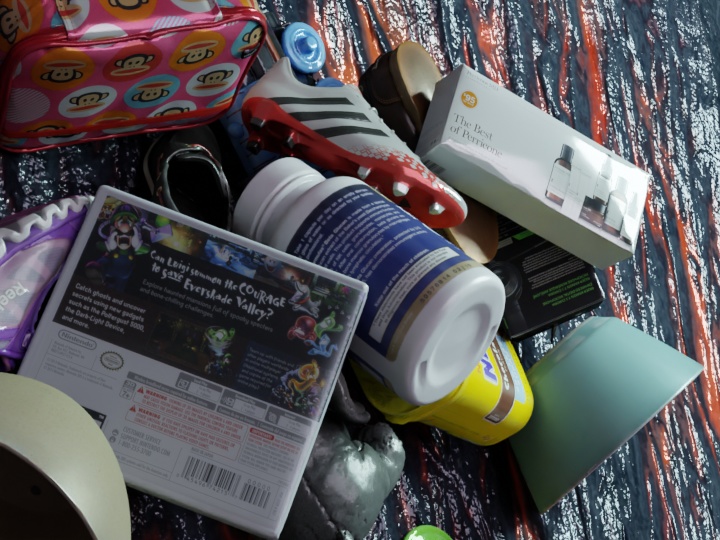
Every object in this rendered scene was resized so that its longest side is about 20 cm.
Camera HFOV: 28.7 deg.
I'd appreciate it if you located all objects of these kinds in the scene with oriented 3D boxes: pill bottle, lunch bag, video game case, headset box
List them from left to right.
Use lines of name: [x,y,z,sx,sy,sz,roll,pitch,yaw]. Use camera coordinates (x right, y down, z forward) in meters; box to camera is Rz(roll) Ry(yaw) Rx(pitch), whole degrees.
lunch bag: [-0.180,-0.152,1.023,0.198,0.176,0.083,-12,70,-27]
video game case: [-0.116,0.059,0.938,0.198,0.023,0.183,20,72,1]
pill bottle: [0.000,0.000,1.040,0.199,0.112,0.111,36,33,28]
headset box: [0.148,-0.031,1.294,0.174,0.092,0.202,26,42,-83]

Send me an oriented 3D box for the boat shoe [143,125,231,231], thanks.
boat shoe: [-0.127,-0.061,1.074,0.073,0.063,0.202,35,27,-20]

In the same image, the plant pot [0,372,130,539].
plant pot: [-0.219,0.140,0.842,0.201,0.199,0.135,52,24,-13]

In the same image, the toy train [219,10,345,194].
toy train: [-0.062,-0.120,1.190,0.114,0.086,0.201,-31,96,-42]

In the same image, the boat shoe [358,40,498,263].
boat shoe: [0.055,-0.090,1.195,0.070,0.070,0.202,-6,73,-45]

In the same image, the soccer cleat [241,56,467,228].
soccer cleat: [0.001,-0.101,1.118,0.198,0.069,0.086,26,61,1]

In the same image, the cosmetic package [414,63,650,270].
cosmetic package: [0.145,-0.084,1.168,0.199,0.051,0.083,27,61,-19]

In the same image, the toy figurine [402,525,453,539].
toy figurine: [0.152,0.274,1.146,0.201,0.183,0.150,54,43,-11]

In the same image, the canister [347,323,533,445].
canister: [0.063,0.063,1.171,0.200,0.086,0.150,31,32,-61]

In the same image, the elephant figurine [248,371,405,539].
elephant figurine: [-0.062,0.103,1.033,0.141,0.154,0.201,-41,114,-38]

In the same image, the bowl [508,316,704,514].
bowl: [0.206,0.118,1.294,0.105,0.201,0.200,48,40,12]

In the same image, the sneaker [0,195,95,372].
sneaker: [-0.243,0.018,0.950,0.200,0.080,0.089,-40,108,-43]
